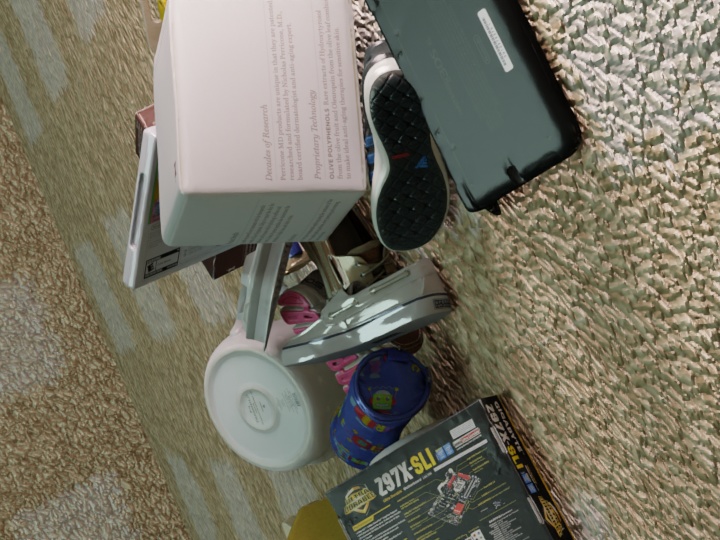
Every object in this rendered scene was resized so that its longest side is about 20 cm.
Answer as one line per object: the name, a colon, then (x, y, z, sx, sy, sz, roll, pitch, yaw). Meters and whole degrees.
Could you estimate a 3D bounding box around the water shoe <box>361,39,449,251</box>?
water shoe: (0.039, -0.111, 1.387, 0.079, 0.071, 0.201, -100, 4, -51)

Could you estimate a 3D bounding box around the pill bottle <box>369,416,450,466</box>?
pill bottle: (0.099, 0.259, 1.573, 0.201, 0.110, 0.111, 61, 162, 15)

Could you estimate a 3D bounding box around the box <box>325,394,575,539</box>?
box: (0.083, 0.237, 1.490, 0.049, 0.199, 0.160, 0, -121, -61)

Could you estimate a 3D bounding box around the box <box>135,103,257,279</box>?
box: (-0.193, -0.102, 1.860, 0.201, 0.075, 0.100, 59, 161, 17)

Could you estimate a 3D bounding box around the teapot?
teapot: (-0.088, 0.138, 1.927, 0.197, 0.146, 0.201, 31, 126, 20)

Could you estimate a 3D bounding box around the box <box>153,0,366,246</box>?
box: (-0.101, -0.140, 1.460, 0.199, 0.170, 0.202, 134, 131, -73)

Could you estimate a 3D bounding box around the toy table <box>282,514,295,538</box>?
toy table: (-0.042, 0.419, 2.116, 0.117, 0.183, 0.201, 25, 130, 39)

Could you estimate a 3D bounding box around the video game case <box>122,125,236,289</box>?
video game case: (-0.166, -0.089, 1.656, 0.022, 0.199, 0.183, 31, 124, 27)

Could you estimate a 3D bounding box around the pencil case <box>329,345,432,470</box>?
pencil case: (0.018, 0.140, 1.595, 0.078, 0.087, 0.200, 19, 156, -1)

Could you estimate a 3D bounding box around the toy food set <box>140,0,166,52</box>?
toy food set: (-0.222, -0.273, 1.914, 0.200, 0.060, 0.144, 52, 158, 37)

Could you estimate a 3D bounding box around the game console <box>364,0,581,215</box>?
game console: (0.094, -0.156, 1.221, 0.176, 0.116, 0.201, -31, 82, 42)

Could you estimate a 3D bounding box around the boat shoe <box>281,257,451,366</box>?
boat shoe: (-0.002, 0.042, 1.539, 0.199, 0.072, 0.066, -24, 76, 37)

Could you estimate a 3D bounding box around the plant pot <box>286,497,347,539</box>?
plant pot: (0.024, 0.341, 1.698, 0.194, 0.194, 0.201, 27, -133, -58)

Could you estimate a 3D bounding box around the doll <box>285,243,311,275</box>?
doll: (-0.121, -0.092, 1.870, 0.201, 0.048, 0.136, 65, 161, 3)

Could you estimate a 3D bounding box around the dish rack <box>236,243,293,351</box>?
dish rack: (-0.096, -0.030, 1.693, 0.172, 0.043, 0.201, 107, 176, -63)

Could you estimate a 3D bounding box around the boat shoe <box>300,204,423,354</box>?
boat shoe: (0.000, 0.000, 1.599, 0.200, 0.075, 0.072, 54, 150, 15)

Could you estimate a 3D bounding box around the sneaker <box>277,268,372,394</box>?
sneaker: (0.000, 0.072, 1.700, 0.200, 0.088, 0.074, 48, 142, -14)
